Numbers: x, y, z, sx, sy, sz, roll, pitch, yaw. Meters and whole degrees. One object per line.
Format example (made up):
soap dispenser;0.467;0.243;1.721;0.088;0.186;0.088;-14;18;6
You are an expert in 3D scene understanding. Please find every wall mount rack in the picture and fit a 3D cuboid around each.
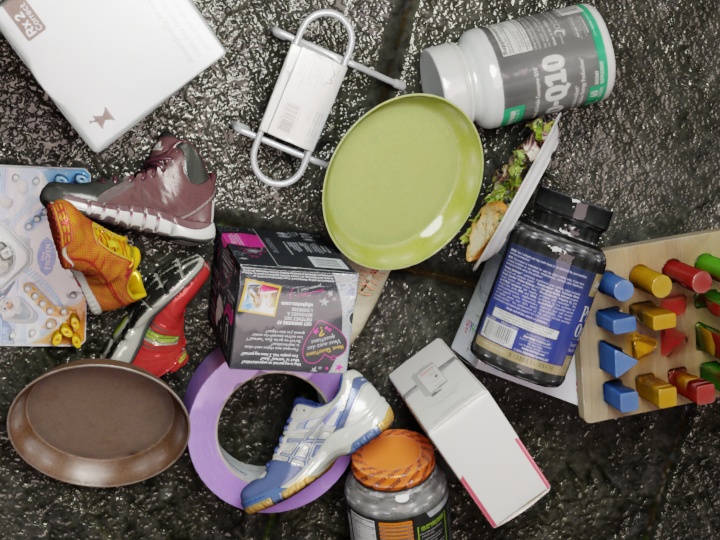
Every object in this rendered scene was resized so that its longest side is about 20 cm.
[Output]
wall mount rack;-0.042;-0.181;1.494;0.173;0.075;0.201;22;96;-14

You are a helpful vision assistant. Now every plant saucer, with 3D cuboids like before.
plant saucer;0.041;-0.098;1.458;0.199;0.031;0.202;-14;121;-25
plant saucer;-0.287;0.163;1.489;0.198;0.035;0.201;-3;131;-3

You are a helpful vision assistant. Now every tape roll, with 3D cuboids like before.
tape roll;-0.104;0.174;1.559;0.198;0.066;0.202;-3;104;-13

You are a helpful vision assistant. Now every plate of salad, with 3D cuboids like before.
plate of salad;0.166;-0.091;1.505;0.048;0.200;0.201;28;95;4

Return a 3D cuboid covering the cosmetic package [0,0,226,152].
cosmetic package;-0.256;-0.242;1.357;0.165;0.200;0.165;-37;109;-3

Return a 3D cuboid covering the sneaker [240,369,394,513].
sneaker;-0.061;0.190;1.512;0.199;0.075;0.088;-36;84;0

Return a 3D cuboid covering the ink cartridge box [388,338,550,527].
ink cartridge box;0.121;0.181;1.545;0.083;0.200;0.147;-35;108;-1

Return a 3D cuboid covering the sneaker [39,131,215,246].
sneaker;-0.244;-0.099;1.456;0.199;0.075;0.117;13;82;-33

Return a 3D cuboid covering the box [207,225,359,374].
box;-0.087;0.031;1.459;0.131;0.200;0.116;4;103;-14

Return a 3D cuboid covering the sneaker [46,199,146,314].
sneaker;-0.274;-0.023;1.405;0.077;0.200;0.073;-21;66;-2

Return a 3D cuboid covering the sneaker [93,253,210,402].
sneaker;-0.222;0.069;1.508;0.085;0.077;0.200;32;104;-23

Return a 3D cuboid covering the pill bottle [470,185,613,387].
pill bottle;0.202;0.016;1.474;0.111;0.112;0.201;18;97;-17

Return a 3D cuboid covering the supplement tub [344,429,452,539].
supplement tub;0.046;0.294;1.574;0.122;0.123;0.202;-11;117;-11

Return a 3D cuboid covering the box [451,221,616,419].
box;0.235;0.056;1.601;0.199;0.097;0.178;21;94;-18

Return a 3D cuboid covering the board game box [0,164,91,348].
board game box;-0.396;-0.014;1.465;0.198;0.026;0.202;1;102;-14

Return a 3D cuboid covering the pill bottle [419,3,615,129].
pill bottle;0.174;-0.224;1.514;0.198;0.113;0.114;-15;105;-10

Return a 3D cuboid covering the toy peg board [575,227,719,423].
toy peg board;0.353;0.071;1.535;0.197;0.098;0.202;-9;103;-14

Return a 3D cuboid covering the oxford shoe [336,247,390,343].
oxford shoe;0.000;0.000;1.540;0.070;0.074;0.202;14;98;-16
